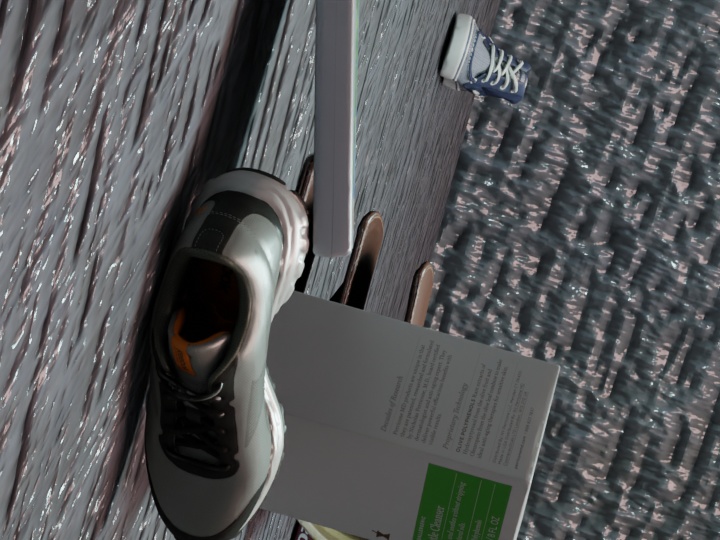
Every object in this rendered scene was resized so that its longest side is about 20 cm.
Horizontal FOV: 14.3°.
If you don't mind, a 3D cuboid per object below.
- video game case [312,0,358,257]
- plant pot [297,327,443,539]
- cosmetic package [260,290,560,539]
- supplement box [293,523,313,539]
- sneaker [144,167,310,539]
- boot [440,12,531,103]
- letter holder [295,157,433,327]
[{"bbox_3d":[-0.011,-0.108,1.473,0.182,0.022,0.200,-101,-168,-89],"label":"video game case"},{"bbox_3d":[0.019,0.146,2.395,0.183,0.200,0.201,170,-63,-82],"label":"plant pot"},{"bbox_3d":[-0.001,0.083,1.571,0.108,0.200,0.085,97,9,-54],"label":"cosmetic package"},{"bbox_3d":[-0.037,0.288,2.967,0.200,0.061,0.109,100,7,-67],"label":"supplement box"},{"bbox_3d":[-0.077,0.051,1.400,0.079,0.074,0.200,-49,151,-58],"label":"sneaker"},{"bbox_3d":[0.137,-0.223,3.060,0.200,0.090,0.073,30,77,-86],"label":"boot"},{"bbox_3d":[0.000,0.000,1.998,0.200,0.100,0.142,27,77,-86],"label":"letter holder"}]
